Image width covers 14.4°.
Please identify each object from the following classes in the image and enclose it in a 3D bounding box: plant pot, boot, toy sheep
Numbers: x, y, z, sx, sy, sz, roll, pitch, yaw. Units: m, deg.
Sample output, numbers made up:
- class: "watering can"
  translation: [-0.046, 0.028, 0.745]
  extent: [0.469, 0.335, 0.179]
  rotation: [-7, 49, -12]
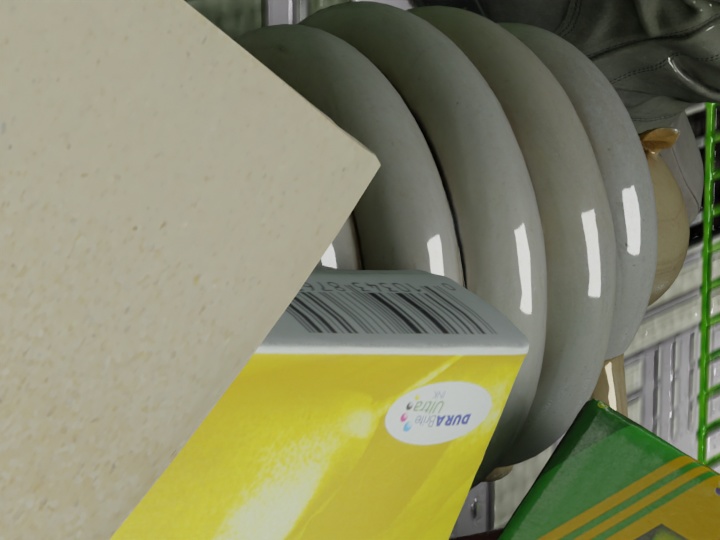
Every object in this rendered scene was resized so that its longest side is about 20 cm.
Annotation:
- class: "plant pot"
  translation: [-0.152, 0.002, 0.399]
  extent: [0.200, 0.200, 0.177]
  rotation: [35, 78, -56]
- class: "boot"
  translation: [0.100, -0.058, 0.847]
  extent: [0.200, 0.131, 0.068]
  rotation: [52, 53, -50]
- class: "toy sheep"
  translation: [0.000, 0.000, 0.702]
  extent: [0.200, 0.138, 0.138]
  rotation: [-11, 107, -36]

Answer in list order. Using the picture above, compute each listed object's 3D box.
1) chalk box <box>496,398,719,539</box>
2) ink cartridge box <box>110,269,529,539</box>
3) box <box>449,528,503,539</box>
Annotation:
- class: "chalk box"
  translation: [0.060, 0.157, 0.663]
  extent: [0.200, 0.124, 0.124]
  rotation: [-56, 154, -9]
- class: "ink cartridge box"
  translation: [-0.074, 0.094, 0.587]
  extent: [0.198, 0.047, 0.200]
  rotation: [0, 115, -48]
- class: "box"
  translation: [0.106, 0.178, 0.838]
  extent: [0.200, 0.164, 0.166]
  rotation: [44, 39, -54]
